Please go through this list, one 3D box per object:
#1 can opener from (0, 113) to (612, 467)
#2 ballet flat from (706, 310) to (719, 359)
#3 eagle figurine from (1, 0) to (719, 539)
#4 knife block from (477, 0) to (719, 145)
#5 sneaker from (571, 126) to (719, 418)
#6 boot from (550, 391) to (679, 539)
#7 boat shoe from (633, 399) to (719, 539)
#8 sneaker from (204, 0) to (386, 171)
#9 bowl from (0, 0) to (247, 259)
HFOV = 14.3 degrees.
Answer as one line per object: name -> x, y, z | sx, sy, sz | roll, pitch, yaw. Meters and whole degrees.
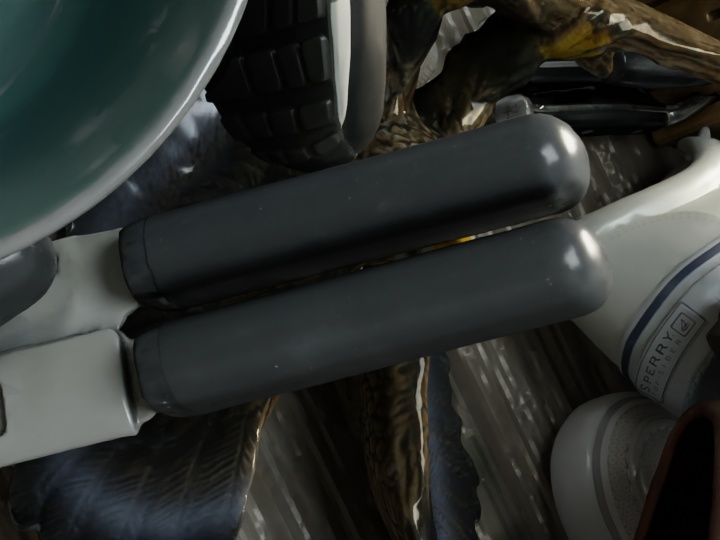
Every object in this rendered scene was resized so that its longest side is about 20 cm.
can opener -> -0.043, 0.006, 0.681 | 0.067, 0.199, 0.054 | 36, 41, -67
ballet flat -> 0.169, 0.050, 0.835 | 0.200, 0.067, 0.046 | 40, 79, -37
eagle figurine -> 0.000, 0.001, 0.769 | 0.151, 0.151, 0.200 | 28, 96, 14
knife block -> 0.131, -0.069, 0.913 | 0.200, 0.064, 0.176 | 44, 55, -19
sneaker -> 0.128, -0.018, 0.892 | 0.071, 0.073, 0.200 | 41, 32, 20
boot -> 0.151, 0.102, 0.854 | 0.200, 0.095, 0.074 | 43, 54, -19
boat shoe -> 0.077, 0.133, 0.782 | 0.070, 0.070, 0.201 | 26, 80, -33
sneaker -> -0.004, -0.127, 0.704 | 0.087, 0.076, 0.201 | -10, 91, -34
bowl -> -0.123, -0.090, 0.669 | 0.200, 0.105, 0.202 | 0, 85, -6
